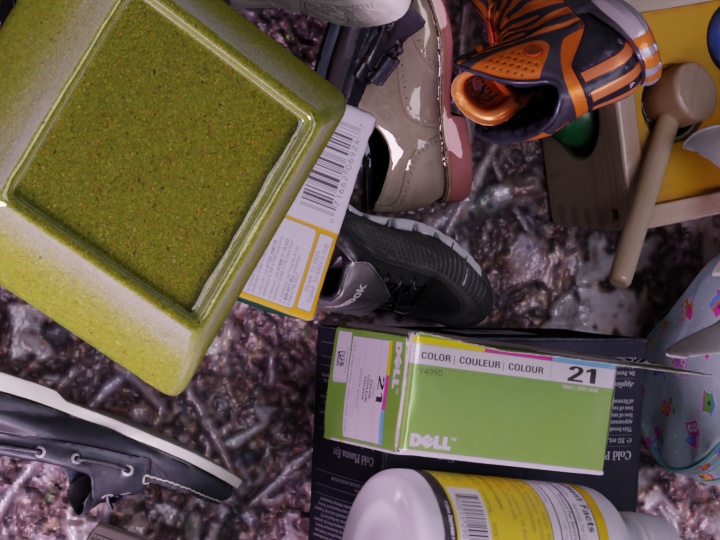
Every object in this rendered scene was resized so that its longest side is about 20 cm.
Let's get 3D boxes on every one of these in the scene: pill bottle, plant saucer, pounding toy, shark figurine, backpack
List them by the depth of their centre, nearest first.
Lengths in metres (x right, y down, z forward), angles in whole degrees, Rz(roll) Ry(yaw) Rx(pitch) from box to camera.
[{"bbox_3d":[-0.113,-0.062,1.340,0.200,0.048,0.200,36,76,-28],"label":"plant saucer"},{"bbox_3d":[0.097,0.184,1.545,0.200,0.111,0.111,8,90,-27],"label":"pill bottle"},{"bbox_3d":[0.243,-0.047,1.613,0.089,0.128,0.215,20,96,-12],"label":"shark figurine"},{"bbox_3d":[0.204,-0.099,1.680,0.200,0.142,0.184,-12,99,-27],"label":"pounding toy"},{"bbox_3d":[0.276,0.061,1.708,0.126,0.200,0.167,9,52,-24],"label":"backpack"}]

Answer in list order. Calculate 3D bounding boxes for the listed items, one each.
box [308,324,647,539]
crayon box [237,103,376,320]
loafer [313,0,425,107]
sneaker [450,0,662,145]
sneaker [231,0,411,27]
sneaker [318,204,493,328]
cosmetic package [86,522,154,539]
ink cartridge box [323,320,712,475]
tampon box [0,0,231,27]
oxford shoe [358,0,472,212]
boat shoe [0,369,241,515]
[{"bbox_3d":[0.075,0.130,1.650,0.200,0.104,0.182,2,92,-27],"label":"box"},{"bbox_3d":[-0.101,-0.062,1.405,0.200,0.052,0.126,21,84,-31],"label":"crayon box"},{"bbox_3d":[0.021,-0.177,1.560,0.063,0.072,0.200,18,94,4],"label":"loafer"},{"bbox_3d":[0.094,-0.145,1.593,0.112,0.200,0.078,-29,119,-14],"label":"sneaker"},{"bbox_3d":[-0.037,-0.212,1.515,0.077,0.200,0.111,24,82,-41],"label":"sneaker"},{"bbox_3d":[0.000,0.000,1.604,0.200,0.066,0.091,30,35,-23],"label":"sneaker"},{"bbox_3d":[-0.116,0.226,1.502,0.087,0.200,0.103,41,75,-23],"label":"cosmetic package"},{"bbox_3d":[0.088,0.080,1.482,0.148,0.200,0.076,8,89,-27],"label":"ink cartridge box"},{"bbox_3d":[-0.174,-0.093,1.476,0.126,0.150,0.200,11,89,-29],"label":"tampon box"},{"bbox_3d":[0.017,-0.133,1.622,0.075,0.070,0.200,-16,99,-18],"label":"oxford shoe"},{"bbox_3d":[-0.170,0.116,1.537,0.199,0.074,0.066,24,85,-27],"label":"boat shoe"}]
